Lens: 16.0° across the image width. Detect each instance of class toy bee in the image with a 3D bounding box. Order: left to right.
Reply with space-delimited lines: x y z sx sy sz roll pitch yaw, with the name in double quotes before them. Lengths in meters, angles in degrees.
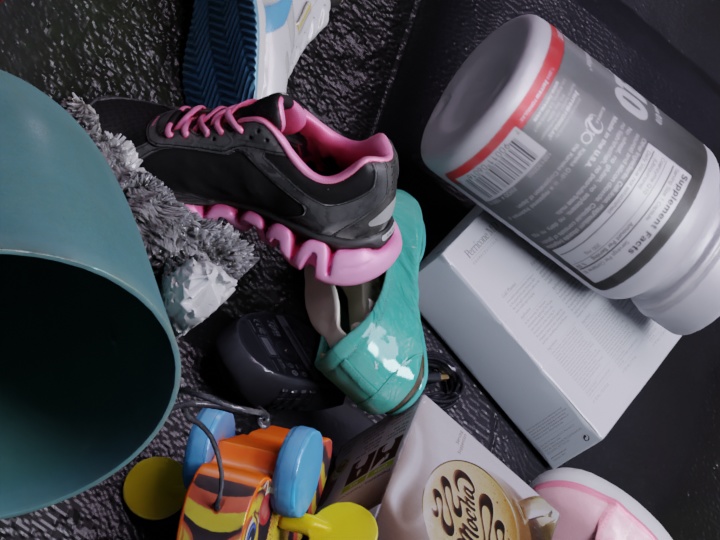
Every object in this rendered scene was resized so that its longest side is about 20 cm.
"toy bee" -0.071 0.124 1.318 0.200 0.131 0.109 22 81 -54

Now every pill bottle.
"pill bottle" 0.146 -0.055 1.570 0.200 0.114 0.114 36 43 -17

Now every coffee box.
"coffee box" 0.023 0.182 1.384 0.113 0.080 0.200 42 41 -16

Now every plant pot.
"plant pot" -0.195 -0.002 1.225 0.200 0.201 0.161 20 40 -34

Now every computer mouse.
"computer mouse" -0.012 0.062 1.481 0.200 0.034 0.059 11 38 -45

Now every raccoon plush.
"raccoon plush" -0.120 -0.034 1.333 0.097 0.200 0.134 -41 95 -22

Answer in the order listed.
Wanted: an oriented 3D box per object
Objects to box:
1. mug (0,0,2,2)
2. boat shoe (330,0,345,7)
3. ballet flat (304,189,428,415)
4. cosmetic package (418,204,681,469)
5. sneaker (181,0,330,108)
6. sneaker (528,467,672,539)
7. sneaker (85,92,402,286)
"mug" -0.263 -0.247 1.380 0.200 0.133 0.178 26 49 -33
"boat shoe" 0.003 -0.243 1.675 0.057 0.067 0.200 17 47 -15
"ballet flat" 0.000 0.000 1.473 0.070 0.067 0.200 38 26 -26
"cosmetic package" 0.129 0.011 1.630 0.151 0.052 0.200 51 40 -4
"sneaker" -0.058 -0.150 1.549 0.081 0.076 0.201 24 50 -33
"sneaker" 0.151 0.214 1.488 0.201 0.075 0.105 55 34 -4
"sneaker" -0.066 -0.068 1.423 0.199 0.096 0.079 19 43 9
